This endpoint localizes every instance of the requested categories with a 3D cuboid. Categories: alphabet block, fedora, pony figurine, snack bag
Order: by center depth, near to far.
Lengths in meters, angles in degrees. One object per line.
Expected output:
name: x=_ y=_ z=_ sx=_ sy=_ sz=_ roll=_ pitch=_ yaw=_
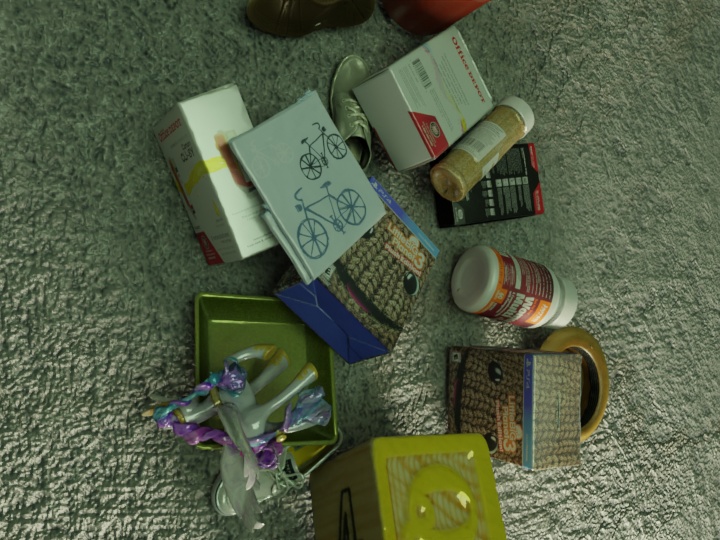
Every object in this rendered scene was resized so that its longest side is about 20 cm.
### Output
pony figurine: x=-0.135 y=0.181 z=0.844 sx=0.199 sy=0.193 sz=0.168 roll=-23 pitch=143 yaw=-30
snack bag: x=-0.064 y=-0.111 z=0.897 sx=0.189 sy=0.021 sz=0.201 roll=-44 pitch=108 yaw=-43
alphabet block: x=0.060 y=0.344 z=0.965 sx=0.194 sy=0.200 sz=0.198 roll=4 pitch=63 yaw=-30
fedora: x=0.347 y=0.198 z=1.233 sx=0.199 sy=0.082 sz=0.203 roll=1 pitch=88 yaw=-30

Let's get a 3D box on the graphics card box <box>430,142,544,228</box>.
graphics card box: x=0.214 y=-0.144 z=1.189 sx=0.198 sy=0.051 sz=0.127 roll=-10 pitch=93 yaw=-31

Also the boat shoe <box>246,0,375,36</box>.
boat shoe: x=-0.077 y=-0.392 z=1.030 sx=0.198 sy=0.072 sz=0.065 roll=-15 pitch=59 yaw=-25

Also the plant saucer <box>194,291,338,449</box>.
plant saucer: x=-0.133 y=0.137 z=0.960 sx=0.198 sy=0.048 sz=0.202 roll=5 pitch=71 yaw=-28

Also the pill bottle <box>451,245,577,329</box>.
pill bottle: x=0.257 y=0.034 z=1.174 sx=0.198 sy=0.109 sz=0.111 roll=15 pitch=81 yaw=-28

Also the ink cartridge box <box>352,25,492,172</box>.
ink cartridge box: x=0.101 y=-0.264 z=1.085 sx=0.200 sy=0.082 sz=0.147 roll=-43 pitch=109 yaw=-41

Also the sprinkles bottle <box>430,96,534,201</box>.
sprinkles bottle: x=0.193 y=-0.193 z=1.114 sx=0.200 sy=0.068 sz=0.068 roll=-44 pitch=109 yaw=-25

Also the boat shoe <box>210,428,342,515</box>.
boat shoe: x=-0.105 y=0.272 z=0.969 sx=0.201 sy=0.086 sz=0.075 roll=-25 pitch=100 yaw=-28

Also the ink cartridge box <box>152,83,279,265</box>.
ink cartridge box: x=-0.179 y=-0.117 z=0.910 sx=0.083 sy=0.145 sz=0.202 roll=-25 pitch=100 yaw=-27

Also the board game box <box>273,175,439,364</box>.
board game box: x=0.000 y=0.000 z=1.003 sx=0.159 sy=0.096 sz=0.201 roll=45 pitch=50 yaw=-21

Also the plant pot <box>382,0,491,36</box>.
plant pot: x=0.132 y=-0.464 z=1.063 sx=0.199 sy=0.195 sz=0.203 roll=5 pitch=78 yaw=-26

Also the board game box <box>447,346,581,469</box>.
board game box: x=0.232 y=0.203 z=1.092 sx=0.096 sy=0.199 sz=0.161 roll=3 pitch=86 yaw=-29

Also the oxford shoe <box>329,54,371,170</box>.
oxford shoe: x=-0.010 y=-0.226 z=1.062 sx=0.074 sy=0.058 sz=0.202 roll=10 pitch=81 yaw=-26
